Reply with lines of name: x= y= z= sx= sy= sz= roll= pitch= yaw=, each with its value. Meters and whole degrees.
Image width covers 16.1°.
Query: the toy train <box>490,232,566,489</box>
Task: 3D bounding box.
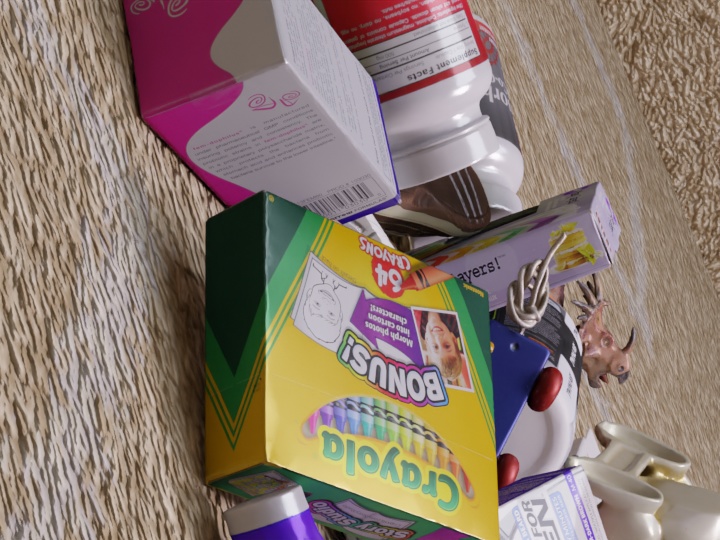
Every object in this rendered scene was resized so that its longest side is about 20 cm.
toy train: x=0.094 y=0.072 z=1.830 sx=0.200 sy=0.085 sz=0.116 roll=-62 pitch=-176 yaw=-14

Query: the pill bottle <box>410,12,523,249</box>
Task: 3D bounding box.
pill bottle: x=0.072 y=-0.109 z=2.115 sx=0.116 sy=0.116 sz=0.200 roll=50 pitch=25 yaw=-55

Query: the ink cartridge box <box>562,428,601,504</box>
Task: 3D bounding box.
ink cartridge box: x=0.175 y=0.218 z=2.168 sx=0.200 sy=0.068 sz=0.116 roll=-45 pitch=116 yaw=-74

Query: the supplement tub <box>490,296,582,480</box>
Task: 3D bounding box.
supplement tub: x=0.111 y=0.086 z=1.991 sx=0.200 sy=0.122 sz=0.123 roll=-69 pitch=138 yaw=-68

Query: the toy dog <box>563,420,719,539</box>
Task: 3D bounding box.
toy dog: x=0.212 y=0.246 z=2.005 sx=0.140 sy=0.194 sz=0.200 roll=-56 pitch=166 yaw=-69

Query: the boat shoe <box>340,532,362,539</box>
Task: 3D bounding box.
boat shoe: x=0.026 y=0.167 z=1.716 sx=0.068 sy=0.072 sz=0.200 roll=35 pitch=2 yaw=31

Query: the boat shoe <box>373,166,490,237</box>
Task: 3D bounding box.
boat shoe: x=0.022 y=-0.059 z=1.901 sx=0.202 sy=0.075 sz=0.075 roll=16 pitch=55 yaw=-57

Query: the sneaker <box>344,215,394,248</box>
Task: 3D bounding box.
sneaker: x=0.000 y=0.000 z=1.800 sx=0.081 sy=0.076 sz=0.200 roll=-115 pitch=180 yaw=-54

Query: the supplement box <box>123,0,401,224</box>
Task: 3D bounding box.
supplement box: x=-0.061 y=-0.110 z=1.636 sx=0.200 sy=0.101 sz=0.103 roll=48 pitch=26 yaw=-58

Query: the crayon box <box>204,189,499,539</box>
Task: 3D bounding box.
crayon box: x=-0.003 y=0.068 z=1.524 sx=0.200 sy=0.058 sz=0.173 roll=23 pitch=53 yaw=-40

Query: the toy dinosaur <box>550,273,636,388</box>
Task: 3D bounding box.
toy dinosaur: x=0.149 y=0.017 z=2.198 sx=0.086 sy=0.135 sz=0.200 roll=-92 pitch=158 yaw=-49

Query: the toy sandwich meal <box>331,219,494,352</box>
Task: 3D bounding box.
toy sandwich meal: x=0.017 y=0.053 z=1.665 sx=0.205 sy=0.070 sz=0.205 roll=35 pitch=27 yaw=-20

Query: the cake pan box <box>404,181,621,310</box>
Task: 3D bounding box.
cake pan box: x=0.104 y=-0.007 z=1.937 sx=0.200 sy=0.184 sz=0.052 roll=-46 pitch=117 yaw=-78

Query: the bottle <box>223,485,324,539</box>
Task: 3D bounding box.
bottle: x=-0.023 y=0.221 z=1.417 sx=0.084 sy=0.065 sz=0.200 roll=-19 pitch=90 yaw=-77

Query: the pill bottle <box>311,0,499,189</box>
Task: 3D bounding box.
pill bottle: x=0.025 y=-0.163 z=1.779 sx=0.112 sy=0.112 sz=0.200 roll=-48 pitch=118 yaw=-74

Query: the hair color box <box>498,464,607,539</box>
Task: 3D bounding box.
hair color box: x=0.084 y=0.211 z=1.665 sx=0.200 sy=0.065 sz=0.109 roll=-21 pitch=93 yaw=-44
